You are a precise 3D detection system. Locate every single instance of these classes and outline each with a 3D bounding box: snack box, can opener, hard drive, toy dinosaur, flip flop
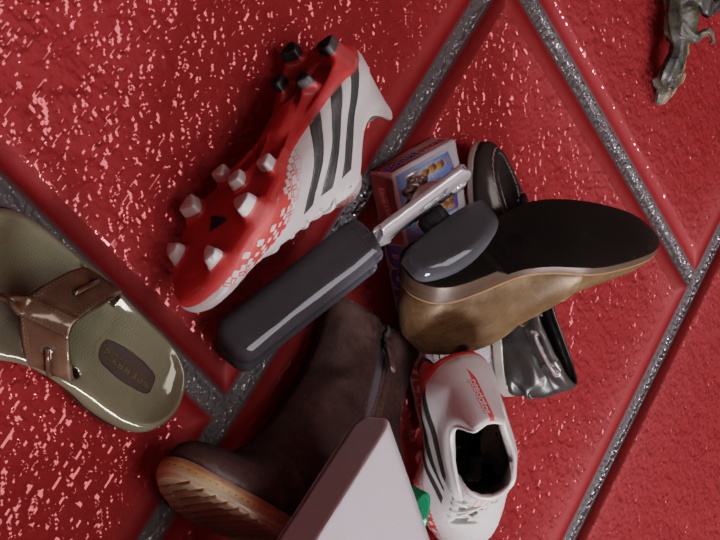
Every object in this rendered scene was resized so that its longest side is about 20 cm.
[{"bbox_3d":[0.055,0.012,1.017,0.072,0.024,0.202,-30,118,-40],"label":"snack box"},{"bbox_3d":[0.000,0.000,0.890,0.199,0.053,0.067,-33,79,-15],"label":"can opener"},{"bbox_3d":[0.008,0.208,0.851,0.132,0.026,0.201,-53,134,-44],"label":"hard drive"},{"bbox_3d":[0.282,-0.242,1.200,0.088,0.047,0.202,-7,99,-39],"label":"toy dinosaur"},{"bbox_3d":[-0.158,0.032,0.772,0.200,0.057,0.082,43,66,-42],"label":"flip flop"}]

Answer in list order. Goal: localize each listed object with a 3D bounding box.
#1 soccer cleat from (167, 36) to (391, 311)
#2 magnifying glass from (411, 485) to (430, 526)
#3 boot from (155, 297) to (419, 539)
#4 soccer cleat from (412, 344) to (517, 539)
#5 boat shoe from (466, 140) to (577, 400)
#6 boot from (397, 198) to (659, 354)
[{"bbox_3d":[-0.043,-0.050,0.863,0.085,0.068,0.201,46,60,-36],"label":"soccer cleat"},{"bbox_3d":[0.012,0.233,0.965,0.080,0.022,0.201,-43,147,-59],"label":"magnifying glass"},{"bbox_3d":[-0.041,0.094,0.917,0.200,0.072,0.168,32,62,-43],"label":"boot"},{"bbox_3d":[0.076,0.142,0.988,0.068,0.085,0.201,-16,132,-13],"label":"soccer cleat"},{"bbox_3d":[0.121,-0.001,1.045,0.067,0.057,0.202,-46,130,-61],"label":"boat shoe"},{"bbox_3d":[0.114,0.005,0.988,0.198,0.074,0.076,-12,133,-20],"label":"boot"}]
